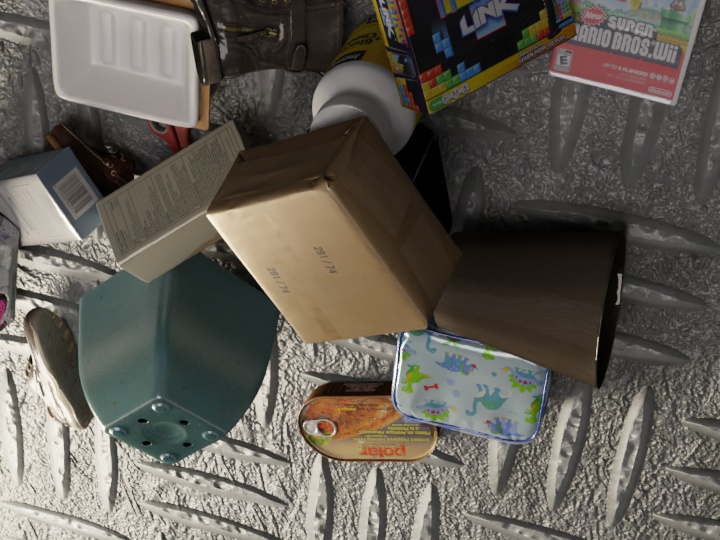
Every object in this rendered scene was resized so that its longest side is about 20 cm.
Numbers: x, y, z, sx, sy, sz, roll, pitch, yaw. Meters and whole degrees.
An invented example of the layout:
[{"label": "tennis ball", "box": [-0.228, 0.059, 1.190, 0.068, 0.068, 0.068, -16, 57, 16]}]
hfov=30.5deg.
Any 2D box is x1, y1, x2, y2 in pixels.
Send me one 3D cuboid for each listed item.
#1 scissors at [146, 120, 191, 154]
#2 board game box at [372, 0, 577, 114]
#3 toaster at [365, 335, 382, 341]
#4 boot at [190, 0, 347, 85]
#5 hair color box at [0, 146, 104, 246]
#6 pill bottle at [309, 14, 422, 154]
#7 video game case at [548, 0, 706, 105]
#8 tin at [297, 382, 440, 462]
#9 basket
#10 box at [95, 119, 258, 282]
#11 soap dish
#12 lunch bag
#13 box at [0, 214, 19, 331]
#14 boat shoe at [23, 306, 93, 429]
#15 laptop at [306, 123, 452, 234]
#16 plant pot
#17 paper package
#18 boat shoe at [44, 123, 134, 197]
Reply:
[{"label": "scissors", "box": [-0.221, -0.139, 1.633, 0.072, 0.014, 0.203, 2, 124, 16]}, {"label": "board game box", "box": [0.111, -0.274, 1.308, 0.056, 0.198, 0.167, 27, 141, 54]}, {"label": "toaster", "box": [0.000, 0.000, 1.540, 0.129, 0.200, 0.114, 40, 95, -5]}, {"label": "boot", "box": [-0.099, -0.293, 1.423, 0.171, 0.069, 0.203, -11, 122, -14]}, {"label": "hair color box", "box": [-0.397, -0.089, 1.648, 0.199, 0.061, 0.100, -3, 126, 52]}, {"label": "pill bottle", "box": [0.013, -0.185, 1.397, 0.110, 0.201, 0.113, 9, 126, 13]}, {"label": "video game case", "box": [0.280, -0.276, 1.355, 0.141, 0.018, 0.202, 15, 126, 10]}, {"label": "tin", "box": [0.013, 0.203, 1.764, 0.197, 0.042, 0.114, -2, 118, 21]}, {"label": "basket", "box": [0.193, 0.029, 1.523, 0.197, 0.136, 0.184, 10, 102, 19]}, {"label": "box", "box": [-0.203, -0.080, 1.559, 0.198, 0.096, 0.078, -29, 156, 10]}, {"label": "soap dish", "box": [-0.258, -0.260, 1.519, 0.197, 0.082, 0.159, 14, 126, 11]}, {"label": "lunch bag", "box": [0.139, 0.127, 1.639, 0.197, 0.083, 0.163, 12, 125, 12]}, {"label": "box", "box": [-0.532, 0.003, 1.732, 0.132, 0.115, 0.201, 37, 142, 13]}, {"label": "boat shoe", "box": [-0.440, 0.143, 1.863, 0.072, 0.075, 0.203, -3, 121, 21]}, {"label": "laptop", "box": [0.021, -0.090, 1.474, 0.198, 0.178, 0.104, 29, 127, -2]}, {"label": "plant pot", "box": [-0.235, 0.121, 1.659, 0.195, 0.202, 0.195, -29, 134, 33]}, {"label": "paper package", "box": [-0.027, -0.036, 1.331, 0.189, 0.104, 0.201, -9, 130, 41]}, {"label": "boat shoe", "box": [-0.307, -0.111, 1.652, 0.070, 0.070, 0.200, -43, 103, -5]}]
